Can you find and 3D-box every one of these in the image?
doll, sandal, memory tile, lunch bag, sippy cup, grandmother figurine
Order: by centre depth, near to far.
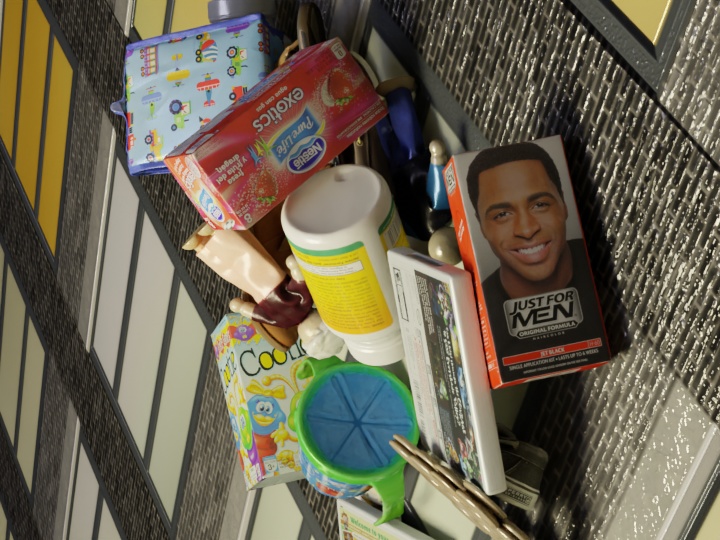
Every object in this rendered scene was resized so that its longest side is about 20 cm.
[{"bbox_3d":[0.109,0.224,1.460,0.153,0.017,0.200,45,173,-25],"label":"memory tile"},{"bbox_3d":[0.059,-0.095,1.551,0.137,0.048,0.201,-54,49,56],"label":"doll"},{"bbox_3d":[-0.091,0.018,1.644,0.200,0.061,0.121,44,145,-9],"label":"grandmother figurine"},{"bbox_3d":[-0.012,0.186,1.700,0.130,0.139,0.179,112,167,-62],"label":"sippy cup"},{"bbox_3d":[-0.067,-0.212,1.708,0.200,0.054,0.082,92,180,-61],"label":"sandal"},{"bbox_3d":[-0.186,-0.190,1.729,0.094,0.199,0.151,27,-122,-75],"label":"lunch bag"}]

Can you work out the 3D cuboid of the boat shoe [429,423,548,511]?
[{"bbox_3d":[0.128,0.180,1.483,0.064,0.070,0.200,-64,18,-5],"label":"boat shoe"}]

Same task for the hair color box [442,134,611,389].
[{"bbox_3d":[0.142,-0.007,1.337,0.061,0.101,0.201,116,142,-80],"label":"hair color box"}]

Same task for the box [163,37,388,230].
[{"bbox_3d":[-0.084,-0.135,1.545,0.096,0.200,0.100,55,160,-16],"label":"box"}]

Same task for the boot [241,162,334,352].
[{"bbox_3d":[-0.065,-0.013,1.700,0.074,0.154,0.201,-96,-16,-62],"label":"boot"}]

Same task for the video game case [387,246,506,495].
[{"bbox_3d":[0.077,0.086,1.415,0.182,0.023,0.201,-154,52,-72],"label":"video game case"}]

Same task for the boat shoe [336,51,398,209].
[{"bbox_3d":[-0.006,-0.142,1.655,0.072,0.059,0.201,-43,59,60],"label":"boat shoe"}]

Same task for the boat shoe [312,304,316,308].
[{"bbox_3d":[-0.053,0.012,1.791,0.201,0.060,0.072,5,77,47],"label":"boat shoe"}]

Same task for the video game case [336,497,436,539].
[{"bbox_3d":[0.038,0.362,1.718,0.200,0.022,0.183,16,114,58],"label":"video game case"}]

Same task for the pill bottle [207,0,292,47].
[{"bbox_3d":[-0.131,-0.219,1.829,0.112,0.112,0.201,4,101,63],"label":"pill bottle"}]

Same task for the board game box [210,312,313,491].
[{"bbox_3d":[-0.104,0.152,1.877,0.105,0.102,0.201,132,126,-67],"label":"board game box"}]

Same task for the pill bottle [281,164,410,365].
[{"bbox_3d":[0.000,0.000,1.569,0.113,0.112,0.200,50,167,47],"label":"pill bottle"}]

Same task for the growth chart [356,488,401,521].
[{"bbox_3d":[0.022,0.313,1.778,0.200,0.018,0.145,38,130,55],"label":"growth chart"}]
